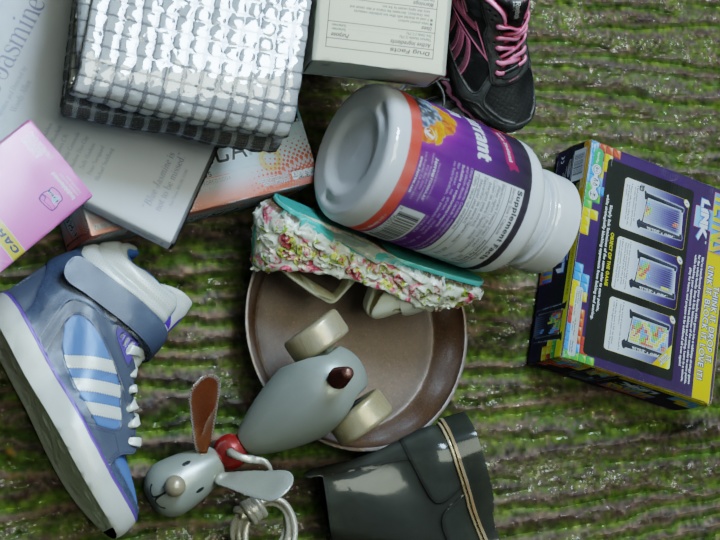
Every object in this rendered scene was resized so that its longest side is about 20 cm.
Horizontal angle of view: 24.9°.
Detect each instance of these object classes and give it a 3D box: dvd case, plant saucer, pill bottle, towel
[{"bbox_3d":[-0.198,-0.121,1.187,0.199,0.018,0.143,26,69,-11],"label":"dvd case"},{"bbox_3d":[-0.007,0.046,1.315,0.199,0.034,0.202,6,78,-27],"label":"plant saucer"},{"bbox_3d":[0.073,-0.063,1.278,0.199,0.111,0.112,19,72,-32],"label":"pill bottle"},{"bbox_3d":[-0.122,-0.192,1.163,0.165,0.086,0.201,10,73,-16],"label":"towel"}]

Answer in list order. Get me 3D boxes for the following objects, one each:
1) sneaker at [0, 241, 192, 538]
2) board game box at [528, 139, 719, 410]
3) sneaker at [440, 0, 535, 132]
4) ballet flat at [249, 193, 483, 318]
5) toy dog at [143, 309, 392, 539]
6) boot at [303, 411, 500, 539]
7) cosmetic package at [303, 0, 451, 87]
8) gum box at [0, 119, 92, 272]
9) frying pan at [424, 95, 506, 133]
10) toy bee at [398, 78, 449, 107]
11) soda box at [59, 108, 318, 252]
[{"bbox_3d":[-0.171,0.076,1.196,0.146,0.081,0.201,-28,88,-25],"label":"sneaker"},{"bbox_3d":[0.241,0.006,1.440,0.165,0.057,0.201,19,72,-25],"label":"board game box"},{"bbox_3d":[0.108,-0.202,1.334,0.079,0.095,0.201,-30,114,-23],"label":"sneaker"},{"bbox_3d":[0.000,0.000,1.282,0.199,0.076,0.064,21,102,-18],"label":"ballet flat"},{"bbox_3d":[-0.064,0.116,1.203,0.132,0.096,0.200,35,81,0],"label":"toy dog"},{"bbox_3d":[0.041,0.223,1.298,0.138,0.077,0.201,-16,101,-7],"label":"boot"},{"bbox_3d":[0.017,-0.244,1.210,0.103,0.073,0.201,6,89,-9],"label":"cosmetic package"},{"bbox_3d":[-0.276,-0.015,1.098,0.066,0.200,0.114,51,55,-9],"label":"gum box"},{"bbox_3d":[0.061,-0.098,1.365,0.189,0.031,0.116,-2,70,-38],"label":"frying pan"},{"bbox_3d":[-0.011,-0.199,1.298,0.199,0.109,0.132,12,89,-8],"label":"toy bee"},{"bbox_3d":[-0.136,-0.073,1.254,0.199,0.064,0.069,-15,87,-30],"label":"soda box"}]
